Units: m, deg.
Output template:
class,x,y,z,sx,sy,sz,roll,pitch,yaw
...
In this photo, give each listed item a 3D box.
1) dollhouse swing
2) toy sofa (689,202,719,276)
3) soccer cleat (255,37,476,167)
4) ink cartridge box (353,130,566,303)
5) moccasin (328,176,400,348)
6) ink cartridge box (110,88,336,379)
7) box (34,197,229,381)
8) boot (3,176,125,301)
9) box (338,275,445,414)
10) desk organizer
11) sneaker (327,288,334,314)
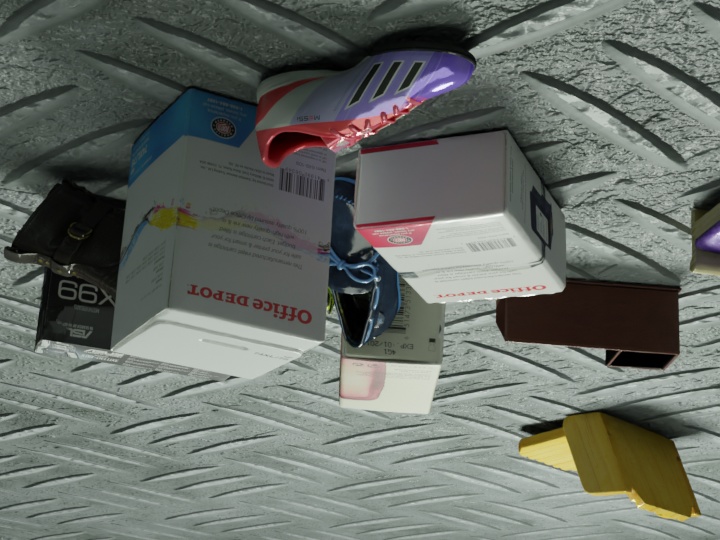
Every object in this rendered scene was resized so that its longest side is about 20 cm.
class,x,y,z,sx,sy,sz,roll,pitch,yaw
dollhouse swing,0.358,0.312,2.215,0.176,0.182,0.200,-36,142,29
toy sofa,0.376,-0.039,1.354,0.083,0.098,0.200,7,160,-11
soccer cleat,0.002,-0.131,1.191,0.199,0.073,0.068,-9,156,30
ink cartridge box,0.098,-0.044,1.395,0.144,0.085,0.200,-5,157,22
moccasin,0.000,0.000,1.459,0.080,0.068,0.200,15,141,32
ink cartridge box,-0.120,-0.026,1.310,0.146,0.201,0.146,14,157,-26
box,-0.218,0.017,1.503,0.199,0.158,0.050,11,158,-19
boot,-0.219,-0.043,1.427,0.174,0.200,0.069,29,137,14
box,0.033,0.070,1.649,0.109,0.128,0.200,4,159,-1
desk organizer,0.251,0.059,1.660,0.199,0.077,0.072,4,159,-4
sneaker,-0.065,-0.013,1.525,0.076,0.076,0.200,13,154,9
